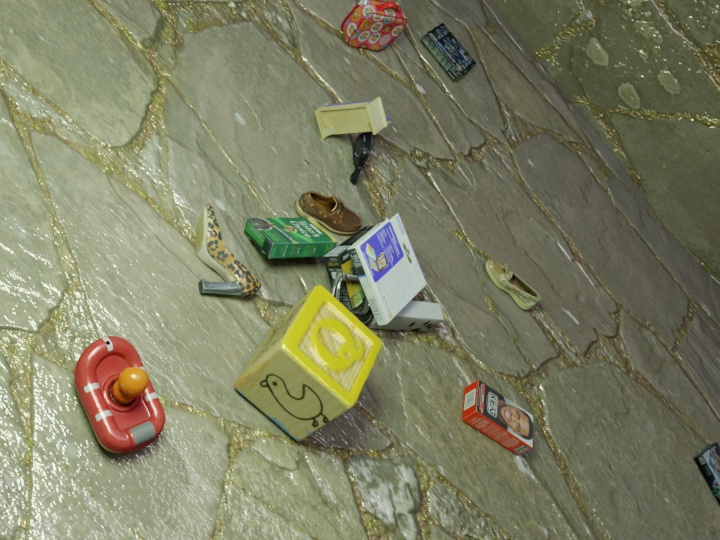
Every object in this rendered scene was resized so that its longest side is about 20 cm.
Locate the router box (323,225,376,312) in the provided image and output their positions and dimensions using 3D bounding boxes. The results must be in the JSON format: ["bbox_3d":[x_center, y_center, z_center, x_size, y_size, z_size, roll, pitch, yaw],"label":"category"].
[{"bbox_3d":[0.000,0.000,1.845,0.199,0.051,0.161,-38,119,-49],"label":"router box"}]

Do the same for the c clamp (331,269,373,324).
[{"bbox_3d":[-0.010,0.042,1.768,0.198,0.027,0.176,-2,96,-56],"label":"c clamp"}]

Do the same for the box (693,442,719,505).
[{"bbox_3d":[1.187,0.685,2.485,0.135,0.038,0.203,-10,69,-45],"label":"box"}]

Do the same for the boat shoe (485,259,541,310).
[{"bbox_3d":[0.459,0.033,2.278,0.199,0.063,0.074,41,43,-11],"label":"boat shoe"}]

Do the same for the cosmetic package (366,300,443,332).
[{"bbox_3d":[0.110,0.114,1.892,0.196,0.082,0.052,7,56,-37],"label":"cosmetic package"}]

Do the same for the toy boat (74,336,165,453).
[{"bbox_3d":[-0.412,0.206,1.321,0.129,0.130,0.203,-18,74,-47],"label":"toy boat"}]

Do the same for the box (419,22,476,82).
[{"bbox_3d":[0.322,-0.798,2.759,0.201,0.046,0.159,49,41,-3],"label":"box"}]

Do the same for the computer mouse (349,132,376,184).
[{"bbox_3d":[0.008,-0.348,2.093,0.045,0.141,0.203,23,46,-8],"label":"computer mouse"}]

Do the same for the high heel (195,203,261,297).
[{"bbox_3d":[-0.285,-0.042,1.649,0.140,0.071,0.206,4,75,-32],"label":"high heel"}]

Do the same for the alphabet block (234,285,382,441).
[{"bbox_3d":[-0.104,0.191,1.545,0.194,0.200,0.198,40,43,-11],"label":"alphabet block"}]

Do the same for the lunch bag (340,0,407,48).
[{"bbox_3d":[0.051,-0.792,2.413,0.197,0.176,0.083,-6,65,-44],"label":"lunch bag"}]

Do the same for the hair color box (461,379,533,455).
[{"bbox_3d":[0.354,0.378,1.939,0.198,0.061,0.103,34,43,-20],"label":"hair color box"}]

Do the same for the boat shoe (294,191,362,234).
[{"bbox_3d":[-0.072,-0.149,1.927,0.197,0.067,0.074,19,50,-32],"label":"boat shoe"}]

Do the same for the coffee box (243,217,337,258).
[{"bbox_3d":[-0.163,-0.079,1.778,0.197,0.045,0.123,-3,34,-42],"label":"coffee box"}]

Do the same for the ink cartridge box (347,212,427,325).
[{"bbox_3d":[0.067,-0.006,1.801,0.199,0.043,0.202,-38,110,-47],"label":"ink cartridge box"}]

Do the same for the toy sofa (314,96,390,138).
[{"bbox_3d":[-0.020,-0.422,2.062,0.098,0.196,0.084,-43,125,-42],"label":"toy sofa"}]
